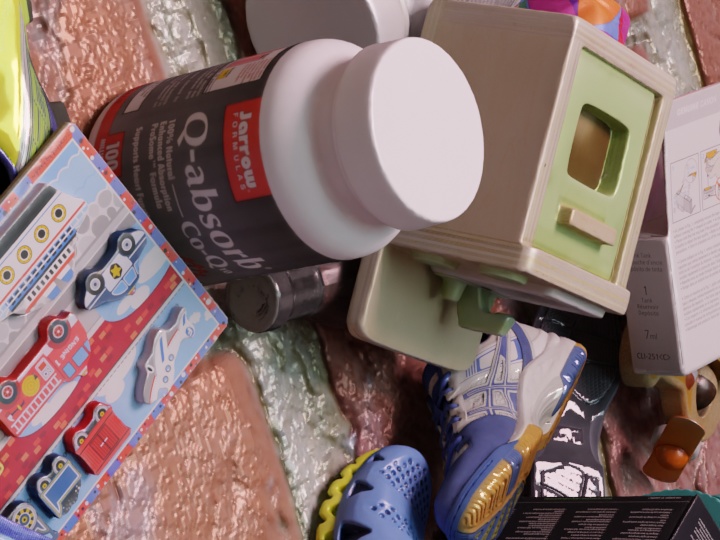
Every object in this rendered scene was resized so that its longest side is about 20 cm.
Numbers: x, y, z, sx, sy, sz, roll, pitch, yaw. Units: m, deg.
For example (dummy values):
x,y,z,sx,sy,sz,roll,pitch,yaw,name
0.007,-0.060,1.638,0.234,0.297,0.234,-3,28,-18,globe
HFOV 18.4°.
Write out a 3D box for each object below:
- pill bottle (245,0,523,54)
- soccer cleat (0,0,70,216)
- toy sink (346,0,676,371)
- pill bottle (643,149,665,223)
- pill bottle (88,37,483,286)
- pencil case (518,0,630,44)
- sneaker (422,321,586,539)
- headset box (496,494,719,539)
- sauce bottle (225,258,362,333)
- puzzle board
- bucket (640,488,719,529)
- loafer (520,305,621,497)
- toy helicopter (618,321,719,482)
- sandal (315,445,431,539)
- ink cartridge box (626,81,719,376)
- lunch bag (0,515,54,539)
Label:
x,y,z,sx,sy,sz,roll,pitch,yaw,name
0.024,-0.180,1.346,0.200,0.113,0.114,-38,112,-48,pill bottle
-0.202,-0.108,1.095,0.084,0.064,0.201,-35,110,-46,soccer cleat
0.092,-0.038,1.283,0.130,0.112,0.201,22,82,-53,toy sink
0.239,-0.051,1.585,0.199,0.109,0.110,7,77,-50,pill bottle
-0.041,-0.058,1.172,0.115,0.199,0.117,14,71,-48,pill bottle
0.131,-0.089,1.482,0.088,0.088,0.201,33,58,-42,pencil case
0.070,0.096,1.364,0.200,0.088,0.076,-53,165,-56,sneaker
0.108,0.233,1.305,0.093,0.173,0.200,57,49,-25,headset box
0.000,0.000,1.318,0.199,0.066,0.066,-19,97,-51,sauce bottle
-0.160,0.050,1.101,0.200,0.017,0.151,-54,129,-24,puzzle board
0.214,0.248,1.428,0.135,0.206,0.208,42,52,-31,bucket
0.128,0.101,1.471,0.071,0.063,0.201,15,62,-16,loafer
0.214,0.077,1.531,0.200,0.078,0.133,23,78,-63,toy helicopter
0.015,0.192,1.280,0.079,0.087,0.201,40,51,-38,sandal
0.240,-0.041,1.467,0.199,0.045,0.178,-20,107,-48,ink cartridge box
-0.212,0.175,1.014,0.199,0.094,0.151,33,68,-28,lunch bag
